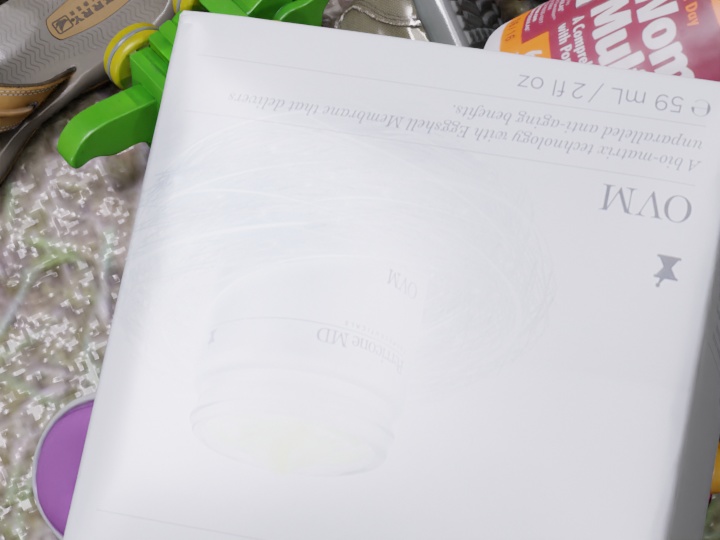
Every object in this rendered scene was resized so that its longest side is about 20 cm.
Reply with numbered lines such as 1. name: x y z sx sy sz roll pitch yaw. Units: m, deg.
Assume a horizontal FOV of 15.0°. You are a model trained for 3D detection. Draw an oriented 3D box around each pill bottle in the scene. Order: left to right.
1. pill bottle: 0.157 -0.088 1.094 0.199 0.109 0.110 -25 71 26

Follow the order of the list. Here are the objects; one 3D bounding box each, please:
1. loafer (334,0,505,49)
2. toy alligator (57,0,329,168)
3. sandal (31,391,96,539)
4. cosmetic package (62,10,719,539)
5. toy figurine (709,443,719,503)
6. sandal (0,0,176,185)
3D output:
1. loafer: 0.043 -0.041 1.150 0.069 0.075 0.201 -25 72 26
2. toy alligator: -0.043 -0.102 1.165 0.200 0.054 0.059 -41 55 -5
3. sandal: -0.072 0.095 1.053 0.202 0.050 0.083 16 102 44
4. cosmetic package: 0.023 0.033 0.939 0.198 0.123 0.201 8 79 13
5. toy figurine: 0.079 0.128 1.041 0.199 0.150 0.185 3 60 -25
6. sandal: -0.155 -0.084 1.163 0.200 0.055 0.082 -35 77 -11
